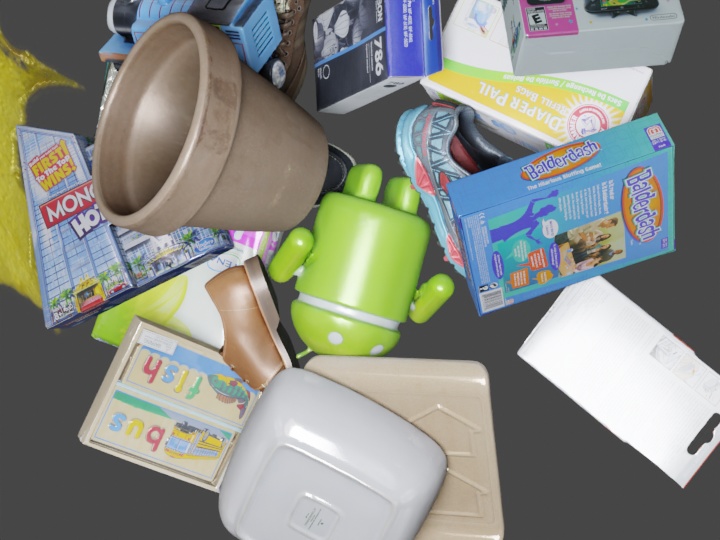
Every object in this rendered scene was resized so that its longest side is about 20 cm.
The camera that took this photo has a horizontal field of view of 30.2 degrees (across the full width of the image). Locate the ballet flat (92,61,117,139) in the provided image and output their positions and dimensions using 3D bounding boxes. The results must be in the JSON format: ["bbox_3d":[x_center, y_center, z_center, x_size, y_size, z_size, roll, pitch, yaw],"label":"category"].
[{"bbox_3d":[-0.259,-0.132,1.411,0.071,0.072,0.203,16,90,14],"label":"ballet flat"}]

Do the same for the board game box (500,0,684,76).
[{"bbox_3d":[0.200,-0.282,1.225,0.145,0.065,0.203,-5,61,-3],"label":"board game box"}]

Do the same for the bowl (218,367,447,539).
[{"bbox_3d":[-0.034,0.214,1.271,0.198,0.075,0.202,28,119,0],"label":"bowl"}]

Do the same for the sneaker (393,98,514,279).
[{"bbox_3d":[0.111,-0.069,1.266,0.095,0.079,0.201,-15,115,46],"label":"sneaker"}]

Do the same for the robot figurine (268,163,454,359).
[{"bbox_3d":[0.000,0.000,1.309,0.173,0.116,0.203,17,90,-17],"label":"robot figurine"}]

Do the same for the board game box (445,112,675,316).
[{"bbox_3d":[0.185,-0.047,1.210,0.197,0.153,0.045,-18,51,0],"label":"board game box"}]

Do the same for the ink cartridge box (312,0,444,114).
[{"bbox_3d":[0.012,-0.220,1.295,0.039,0.199,0.101,1,83,-29],"label":"ink cartridge box"}]

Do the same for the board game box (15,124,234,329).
[{"bbox_3d":[-0.254,-0.074,1.334,0.198,0.062,0.202,-25,83,13],"label":"board game box"}]

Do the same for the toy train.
[{"bbox_3d":[-0.168,-0.225,1.327,0.197,0.115,0.087,10,44,23],"label":"toy train"}]

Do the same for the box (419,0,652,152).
[{"bbox_3d":[0.172,-0.174,1.281,0.198,0.112,0.102,27,91,13],"label":"box"}]

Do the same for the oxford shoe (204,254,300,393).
[{"bbox_3d":[-0.097,0.089,1.302,0.070,0.071,0.203,-20,103,0],"label":"oxford shoe"}]

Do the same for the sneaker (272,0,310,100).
[{"bbox_3d":[-0.088,-0.260,1.370,0.069,0.075,0.203,11,88,14],"label":"sneaker"}]

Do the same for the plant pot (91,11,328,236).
[{"bbox_3d":[-0.126,-0.115,1.233,0.199,0.173,0.203,-27,55,46],"label":"plant pot"}]

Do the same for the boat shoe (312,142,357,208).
[{"bbox_3d":[-0.097,-0.114,1.370,0.197,0.062,0.076,17,89,13],"label":"boat shoe"}]

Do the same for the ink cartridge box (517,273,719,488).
[{"bbox_3d":[0.260,0.100,1.272,0.199,0.050,0.109,40,95,12],"label":"ink cartridge box"}]

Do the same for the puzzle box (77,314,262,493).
[{"bbox_3d":[-0.164,0.141,1.321,0.198,0.025,0.135,24,94,-29],"label":"puzzle box"}]

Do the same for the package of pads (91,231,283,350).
[{"bbox_3d":[-0.171,0.003,1.376,0.153,0.068,0.203,21,94,14],"label":"package of pads"}]

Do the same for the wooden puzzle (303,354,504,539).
[{"bbox_3d":[0.046,0.172,1.297,0.182,0.046,0.203,1,115,18],"label":"wooden puzzle"}]
